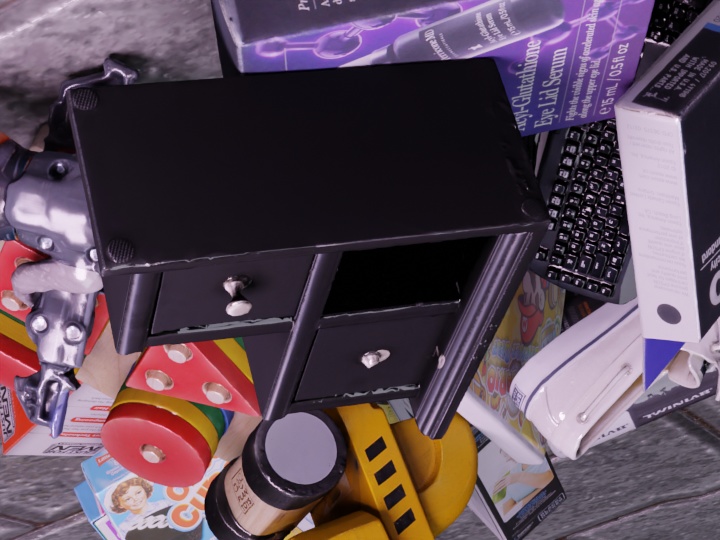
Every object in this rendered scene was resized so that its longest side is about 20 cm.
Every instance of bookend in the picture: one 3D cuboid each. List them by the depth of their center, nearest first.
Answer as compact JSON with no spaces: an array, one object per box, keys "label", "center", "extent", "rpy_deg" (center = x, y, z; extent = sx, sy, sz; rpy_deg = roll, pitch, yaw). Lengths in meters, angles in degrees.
[{"label":"bookend","center":[-0.040,0.004,0.870],"extent":[0.198,0.093,0.199],"rpy_deg":[-5,148,-18]}]

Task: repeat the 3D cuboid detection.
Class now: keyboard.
[{"label":"keyboard","center":[0.125,-0.072,1.014],"extent":[0.103,0.040,0.201],"rpy_deg":[20,122,12]}]

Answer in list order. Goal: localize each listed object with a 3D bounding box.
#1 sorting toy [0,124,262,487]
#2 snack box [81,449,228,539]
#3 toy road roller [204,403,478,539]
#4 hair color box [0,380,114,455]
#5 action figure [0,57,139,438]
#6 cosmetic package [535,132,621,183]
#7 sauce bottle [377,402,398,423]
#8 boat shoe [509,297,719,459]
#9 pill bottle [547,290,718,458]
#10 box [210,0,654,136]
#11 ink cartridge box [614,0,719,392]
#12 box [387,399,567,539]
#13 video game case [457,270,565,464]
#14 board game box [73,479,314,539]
[{"label":"sorting toy","center":[-0.133,0.040,1.083],"extent":[0.198,0.070,0.200],"rpy_deg":[29,143,-7]},{"label":"snack box","center":[-0.081,0.128,1.287],"extent":[0.199,0.037,0.117],"rpy_deg":[-30,133,-8]},{"label":"toy road roller","center":[0.008,0.162,1.094],"extent":[0.145,0.201,0.123],"rpy_deg":[-14,162,-25]},{"label":"hair color box","center":[-0.160,0.060,1.259],"extent":[0.101,0.062,0.200],"rpy_deg":[5,149,-37]},{"label":"action figure","center":[-0.174,-0.008,0.939],"extent":[0.191,0.202,0.105],"rpy_deg":[4,-172,-7]},{"label":"cosmetic package","center":[0.197,-0.074,1.126],"extent":[0.107,0.086,0.199],"rpy_deg":[-31,152,32]},{"label":"sauce bottle","center":[0.012,0.072,1.380],"extent":[0.065,0.067,0.200],"rpy_deg":[-14,152,1]},{"label":"boat shoe","center":[0.190,0.042,1.098],"extent":[0.201,0.086,0.075],"rpy_deg":[-35,154,-9]},{"label":"pill bottle","center":[0.203,0.042,1.258],"extent":[0.198,0.107,0.106],"rpy_deg":[-23,156,7]},{"label":"box","center":[0.029,-0.131,0.880],"extent":[0.198,0.105,0.148],"rpy_deg":[-13,157,-4]},{"label":"ink cartridge box","center":[0.209,-0.060,0.990],"extent":[0.198,0.043,0.201],"rpy_deg":[-45,141,-32]},{"label":"box","center":[0.073,0.107,1.316],"extent":[0.060,0.117,0.200],"rpy_deg":[-40,150,-8]},{"label":"video game case","center":[0.090,0.007,1.135],"extent":[0.023,0.184,0.200],"rpy_deg":[3,163,21]},{"label":"board game box","center":[-0.087,0.158,1.360],"extent":[0.199,0.040,0.154],"rpy_deg":[-33,132,-6]}]
